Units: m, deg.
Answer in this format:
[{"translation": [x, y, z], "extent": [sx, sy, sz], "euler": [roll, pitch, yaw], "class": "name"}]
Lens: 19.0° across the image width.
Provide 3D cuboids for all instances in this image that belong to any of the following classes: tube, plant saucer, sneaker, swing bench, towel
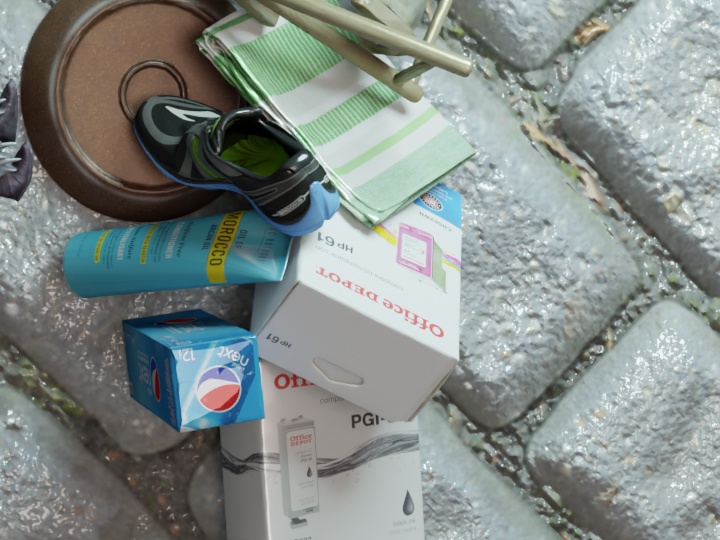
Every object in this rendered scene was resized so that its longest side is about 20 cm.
[{"translation": [-0.132, -0.012, 1.627], "extent": [0.050, 0.199, 0.078], "euler": [50, 44, -44], "class": "tube"}, {"translation": [-0.165, -0.138, 1.682], "extent": [0.199, 0.034, 0.202], "euler": [-1, 94, -17], "class": "plant saucer"}, {"translation": [-0.094, -0.095, 1.600], "extent": [0.071, 0.199, 0.083], "euler": [-41, 136, -24], "class": "sneaker"}, {"translation": [0.013, -0.266, 1.630], "extent": [0.199, 0.130, 0.200], "euler": [26, 78, -13], "class": "swing bench"}, {"translation": [-0.016, -0.136, 1.669], "extent": [0.200, 0.023, 0.152], "euler": [48, 45, 6], "class": "towel"}]

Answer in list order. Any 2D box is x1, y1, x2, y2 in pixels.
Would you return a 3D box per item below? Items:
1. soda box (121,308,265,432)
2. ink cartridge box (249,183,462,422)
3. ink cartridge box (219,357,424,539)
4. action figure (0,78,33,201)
[{"translation": [-0.129, 0.073, 1.623], "extent": [0.067, 0.200, 0.065], "euler": [-8, 97, -16], "class": "soda box"}, {"translation": [0.000, 0.000, 1.655], "extent": [0.144, 0.201, 0.085], "euler": [26, 128, -18], "class": "ink cartridge box"}, {"translation": [-0.032, 0.155, 1.711], "extent": [0.146, 0.083, 0.202], "euler": [-7, 97, -27], "class": "ink cartridge box"}, {"translation": [-0.348, -0.090, 1.599], "extent": [0.199, 0.070, 0.131], "euler": [-8, 55, -27], "class": "action figure"}]
